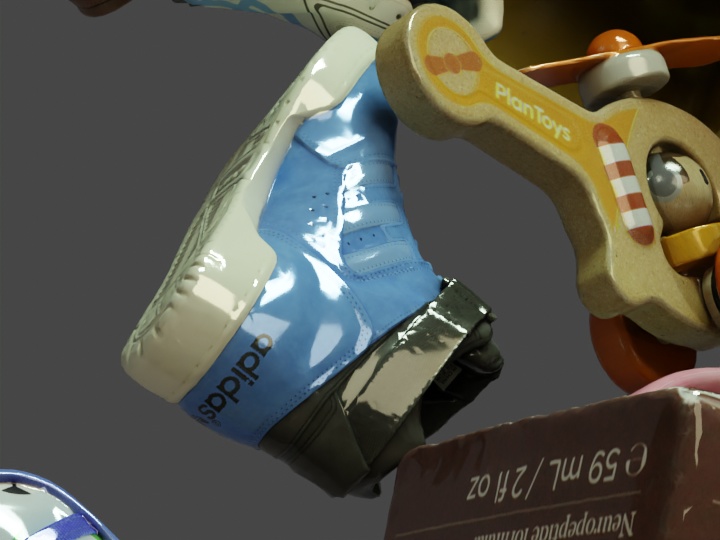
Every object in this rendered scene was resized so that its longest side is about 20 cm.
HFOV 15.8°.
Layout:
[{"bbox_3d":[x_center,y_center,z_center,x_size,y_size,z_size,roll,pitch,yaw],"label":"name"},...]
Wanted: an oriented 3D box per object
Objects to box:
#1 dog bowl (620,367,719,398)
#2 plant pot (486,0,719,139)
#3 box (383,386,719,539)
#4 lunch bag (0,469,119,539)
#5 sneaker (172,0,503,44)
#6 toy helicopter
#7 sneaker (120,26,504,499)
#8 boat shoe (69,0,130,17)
[{"bbox_3d":[0.135,0.119,0.879,0.199,0.074,0.201,21,42,-20],"label":"dog bowl"},{"bbox_3d":[0.121,-0.179,1.081,0.200,0.200,0.176,39,27,2],"label":"plant pot"},{"bbox_3d":[0.095,0.155,0.684,0.164,0.166,0.201,19,73,-21],"label":"box"},{"bbox_3d":[-0.116,0.142,0.670,0.160,0.076,0.200,45,39,13],"label":"lunch bag"},{"bbox_3d":[-0.015,-0.121,0.954,0.200,0.072,0.072,17,66,-56],"label":"sneaker"},{"bbox_3d":[0.084,-0.048,0.947,0.200,0.079,0.133,28,52,-35],"label":"toy helicopter"},{"bbox_3d":[-0.001,0.001,0.893,0.111,0.077,0.200,36,34,-8],"label":"sneaker"},{"bbox_3d":[-0.069,-0.152,1.008,0.200,0.072,0.068,-41,114,-54],"label":"boat shoe"}]
